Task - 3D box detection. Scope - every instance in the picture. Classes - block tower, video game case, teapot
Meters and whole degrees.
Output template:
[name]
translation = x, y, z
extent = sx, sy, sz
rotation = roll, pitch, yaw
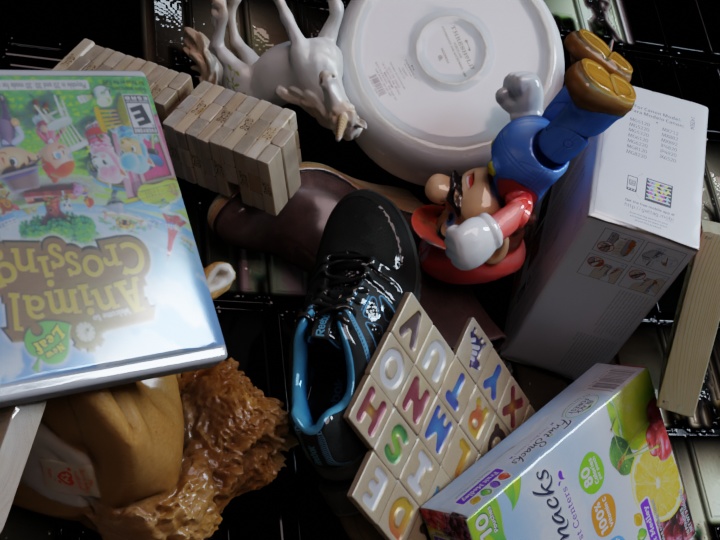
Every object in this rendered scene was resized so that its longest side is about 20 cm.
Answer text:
[block tower]
translation = -0.133, -0.105, 0.866
extent = 0.198, 0.058, 0.054
rotation = 23, 55, 21
[video game case]
translation = -0.178, -0.022, 0.639
extent = 0.199, 0.022, 0.184
rotation = -8, 75, -43
[teapot]
translation = 0.068, -0.146, 0.967
extent = 0.195, 0.146, 0.202
rotation = 18, 75, 2

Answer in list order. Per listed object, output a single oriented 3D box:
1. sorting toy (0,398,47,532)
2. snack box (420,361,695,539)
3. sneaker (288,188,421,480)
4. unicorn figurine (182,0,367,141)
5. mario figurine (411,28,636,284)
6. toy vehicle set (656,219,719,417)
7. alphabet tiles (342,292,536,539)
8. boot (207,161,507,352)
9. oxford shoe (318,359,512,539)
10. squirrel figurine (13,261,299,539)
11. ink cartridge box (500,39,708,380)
[sorting toy]
translation = -0.260, 0.053, 0.674
extent = 0.070, 0.198, 0.201
rotation = 43, 45, -39
[snack box]
translation = 0.144, 0.174, 0.830
extent = 0.199, 0.053, 0.144
rotation = -31, 108, -34
[sneaker]
translation = -0.005, 0.031, 0.783
extent = 0.072, 0.082, 0.202
rotation = -3, 65, 17
[unicorn figurine]
translation = -0.055, -0.156, 0.898
extent = 0.073, 0.199, 0.139
rotation = -15, 95, -33
[mario figurine]
translation = 0.095, -0.074, 0.823
extent = 0.106, 0.201, 0.123
rotation = 49, 32, 19
[toy vehicle set]
translation = 0.253, 0.029, 0.897
extent = 0.026, 0.126, 0.200
rotation = 15, 9, 14
[alphabet tiles]
translation = 0.059, 0.117, 0.805
extent = 0.201, 0.007, 0.168
rotation = 54, 51, -36
[boot]
translation = 0.000, 0.000, 0.877
extent = 0.198, 0.073, 0.167
rotation = -2, 46, -33
[oxford shoe]
translation = 0.052, 0.133, 0.854
extent = 0.200, 0.072, 0.085
rotation = -39, 107, -39
[squirrel figurine]
translation = -0.139, 0.076, 0.774
extent = 0.200, 0.141, 0.187
rotation = 46, 37, -19
[ink cartridge box]
translation = 0.185, -0.042, 0.914
extent = 0.083, 0.201, 0.177
rotation = 17, 56, -3
